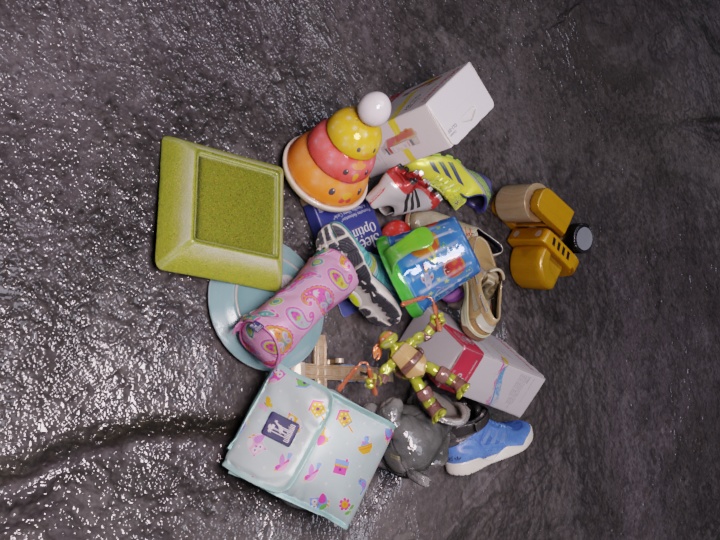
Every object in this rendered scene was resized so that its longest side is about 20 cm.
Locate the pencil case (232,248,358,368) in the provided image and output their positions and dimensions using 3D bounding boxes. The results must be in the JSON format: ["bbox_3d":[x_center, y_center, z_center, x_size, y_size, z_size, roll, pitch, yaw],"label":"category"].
[{"bbox_3d":[-0.090,0.050,1.349,0.200,0.087,0.088,-43,109,-37],"label":"pencil case"}]

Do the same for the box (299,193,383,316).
[{"bbox_3d":[-0.013,-0.039,1.514,0.121,0.032,0.201,-25,99,-41],"label":"box"}]

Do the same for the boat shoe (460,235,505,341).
[{"bbox_3d":[0.205,0.017,1.537,0.071,0.076,0.201,20,48,-25],"label":"boat shoe"}]

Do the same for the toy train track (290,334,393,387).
[{"bbox_3d":[-0.022,0.157,1.462,0.200,0.032,0.115,8,76,-39],"label":"toy train track"}]

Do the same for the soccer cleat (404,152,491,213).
[{"bbox_3d":[0.157,-0.152,1.661,0.200,0.065,0.084,14,75,-38],"label":"soccer cleat"}]

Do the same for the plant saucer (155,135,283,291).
[{"bbox_3d":[-0.185,-0.085,1.342,0.199,0.048,0.201,12,68,-34],"label":"plant saucer"}]

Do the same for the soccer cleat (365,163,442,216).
[{"bbox_3d":[0.071,-0.123,1.553,0.069,0.085,0.200,55,16,14],"label":"soccer cleat"}]

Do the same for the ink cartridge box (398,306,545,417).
[{"bbox_3d":[0.183,0.149,1.558,0.200,0.148,0.086,26,102,-35],"label":"ink cartridge box"}]

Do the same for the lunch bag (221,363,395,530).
[{"bbox_3d":[-0.077,0.243,1.333,0.200,0.122,0.171,33,78,-22],"label":"lunch bag"}]

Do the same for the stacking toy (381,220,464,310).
[{"bbox_3d":[0.116,-0.018,1.591,0.200,0.085,0.086,37,59,-25],"label":"stacking toy"}]

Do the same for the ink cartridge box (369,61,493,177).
[{"bbox_3d":[0.095,-0.243,1.534,0.145,0.200,0.084,-47,112,-36],"label":"ink cartridge box"}]

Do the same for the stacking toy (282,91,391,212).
[{"bbox_3d":[-0.018,-0.194,1.412,0.146,0.200,0.147,16,52,-21],"label":"stacking toy"}]

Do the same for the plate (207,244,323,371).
[{"bbox_3d":[-0.130,0.047,1.388,0.200,0.026,0.201,12,69,-35],"label":"plate"}]

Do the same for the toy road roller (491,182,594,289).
[{"bbox_3d":[0.323,-0.054,1.749,0.200,0.123,0.146,40,69,-29],"label":"toy road roller"}]

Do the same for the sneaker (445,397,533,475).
[{"bbox_3d":[0.217,0.264,1.617,0.199,0.077,0.112,-16,101,-35],"label":"sneaker"}]

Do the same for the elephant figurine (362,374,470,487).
[{"bbox_3d":[0.104,0.236,1.483,0.200,0.141,0.156,-15,86,-37],"label":"elephant figurine"}]

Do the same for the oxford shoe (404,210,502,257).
[{"bbox_3d":[0.164,-0.066,1.641,0.200,0.074,0.071,17,72,-37],"label":"oxford shoe"}]

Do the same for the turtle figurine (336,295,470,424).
[{"bbox_3d":[0.073,0.149,1.406,0.161,0.064,0.200,46,73,3],"label":"turtle figurine"}]

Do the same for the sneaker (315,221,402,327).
[{"bbox_3d":[0.000,0.000,1.462,0.200,0.077,0.080,54,34,-28],"label":"sneaker"}]

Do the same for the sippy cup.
[{"bbox_3d":[0.111,-0.014,1.470,0.140,0.130,0.178,63,7,-11],"label":"sippy cup"}]
